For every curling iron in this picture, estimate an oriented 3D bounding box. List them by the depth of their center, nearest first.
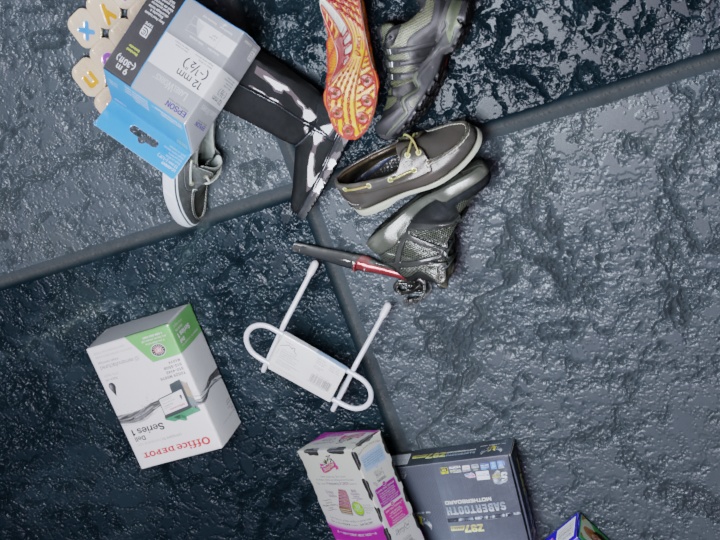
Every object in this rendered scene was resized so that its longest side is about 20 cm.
[{"bbox_3d":[0.000,0.000,1.687,0.198,0.026,0.050,20,111,7],"label":"curling iron"}]

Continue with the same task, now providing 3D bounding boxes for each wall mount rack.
[{"bbox_3d":[-0.052,0.096,1.709,0.198,0.075,0.175,29,125,2],"label":"wall mount rack"}]

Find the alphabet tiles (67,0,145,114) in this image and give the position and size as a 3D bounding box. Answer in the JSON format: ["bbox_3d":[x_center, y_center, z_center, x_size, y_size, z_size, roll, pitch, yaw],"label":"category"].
[{"bbox_3d":[-0.292,-0.288,1.654,0.199,0.015,0.196,-39,90,24],"label":"alphabet tiles"}]

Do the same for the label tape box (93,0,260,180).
[{"bbox_3d":[-0.240,-0.238,1.559,0.143,0.066,0.201,34,90,18],"label":"label tape box"}]

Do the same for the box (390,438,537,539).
[{"bbox_3d":[0.137,0.328,1.766,0.197,0.051,0.160,-9,109,19],"label":"box"}]

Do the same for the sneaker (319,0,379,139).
[{"bbox_3d":[-0.010,-0.265,1.556,0.072,0.077,0.203,0,99,8],"label":"sneaker"}]

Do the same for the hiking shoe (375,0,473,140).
[{"bbox_3d":[0.059,-0.262,1.554,0.100,0.076,0.201,32,106,10],"label":"hiking shoe"}]

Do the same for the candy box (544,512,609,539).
[{"bbox_3d":[0.319,0.470,1.760,0.200,0.077,0.169,41,114,-5],"label":"candy box"}]

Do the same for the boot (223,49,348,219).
[{"bbox_3d":[-0.118,-0.184,1.624,0.198,0.066,0.166,29,107,-1],"label":"boot"}]

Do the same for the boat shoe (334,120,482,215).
[{"bbox_3d":[0.059,-0.137,1.587,0.200,0.072,0.061,-28,134,24],"label":"boat shoe"}]

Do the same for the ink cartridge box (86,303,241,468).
[{"bbox_3d":[-0.279,0.168,1.793,0.144,0.084,0.202,-17,105,20],"label":"ink cartridge box"}]

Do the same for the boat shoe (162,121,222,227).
[{"bbox_3d":[-0.218,-0.140,1.647,0.070,0.072,0.202,11,129,14],"label":"boat shoe"}]

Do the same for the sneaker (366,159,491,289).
[{"bbox_3d":[0.111,-0.055,1.614,0.199,0.076,0.114,-39,99,27],"label":"sneaker"}]

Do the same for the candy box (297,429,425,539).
[{"bbox_3d":[0.005,0.327,1.752,0.136,0.061,0.202,-11,105,52],"label":"candy box"}]
